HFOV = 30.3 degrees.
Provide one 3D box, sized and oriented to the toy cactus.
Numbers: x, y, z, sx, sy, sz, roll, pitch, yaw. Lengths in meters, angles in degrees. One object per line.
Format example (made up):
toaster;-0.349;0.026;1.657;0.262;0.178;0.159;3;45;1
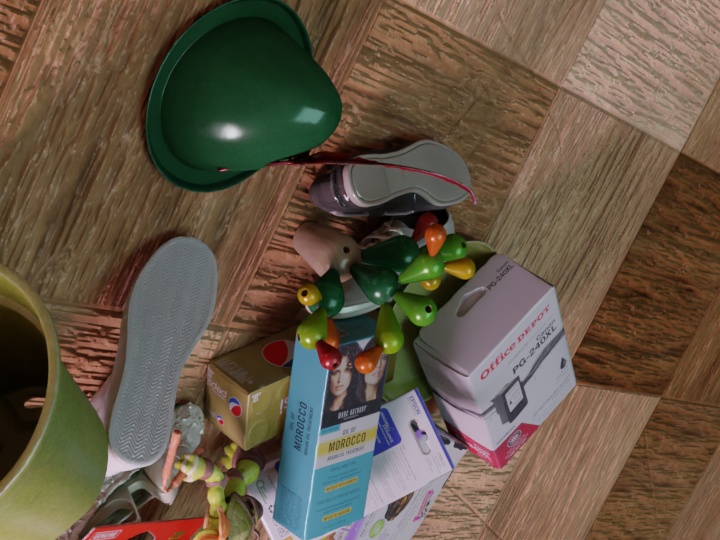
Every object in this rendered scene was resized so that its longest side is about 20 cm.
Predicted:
toy cactus;0.000;0.000;1.184;0.200;0.165;0.103;-39;141;-24

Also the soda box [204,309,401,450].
soda box;-0.054;0.098;1.284;0.199;0.064;0.068;-21;130;-39

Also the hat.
hat;-0.039;-0.110;1.041;0.199;0.176;0.167;-33;138;-30

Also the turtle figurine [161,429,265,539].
turtle figurine;-0.122;0.216;1.206;0.161;0.064;0.202;-62;142;-72

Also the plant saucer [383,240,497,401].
plant saucer;0.077;0.053;1.434;0.199;0.031;0.201;-31;137;-34

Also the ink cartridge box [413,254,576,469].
ink cartridge box;0.152;0.102;1.464;0.145;0.083;0.201;-45;144;-17

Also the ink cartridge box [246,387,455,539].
ink cartridge box;-0.014;0.200;1.334;0.199;0.037;0.095;-26;98;-1

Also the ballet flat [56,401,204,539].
ballet flat;-0.204;0.200;1.183;0.200;0.072;0.072;-38;141;-26

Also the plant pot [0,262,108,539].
plant pot;-0.273;0.114;0.951;0.201;0.200;0.184;-49;156;-10

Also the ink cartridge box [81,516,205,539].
ink cartridge box;-0.227;0.294;1.177;0.174;0.044;0.200;-45;159;11

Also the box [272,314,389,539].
box;-0.026;0.145;1.245;0.082;0.049;0.202;-12;118;-44

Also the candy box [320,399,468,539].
candy box;0.008;0.228;1.452;0.169;0.071;0.200;-58;144;1

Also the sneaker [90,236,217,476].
sneaker;-0.184;0.073;1.113;0.073;0.115;0.201;25;64;-19

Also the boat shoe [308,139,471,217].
boat shoe;0.030;-0.085;1.262;0.199;0.057;0.068;-8;87;-51

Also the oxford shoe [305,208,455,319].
oxford shoe;0.020;-0.013;1.282;0.199;0.075;0.058;-31;133;-37
